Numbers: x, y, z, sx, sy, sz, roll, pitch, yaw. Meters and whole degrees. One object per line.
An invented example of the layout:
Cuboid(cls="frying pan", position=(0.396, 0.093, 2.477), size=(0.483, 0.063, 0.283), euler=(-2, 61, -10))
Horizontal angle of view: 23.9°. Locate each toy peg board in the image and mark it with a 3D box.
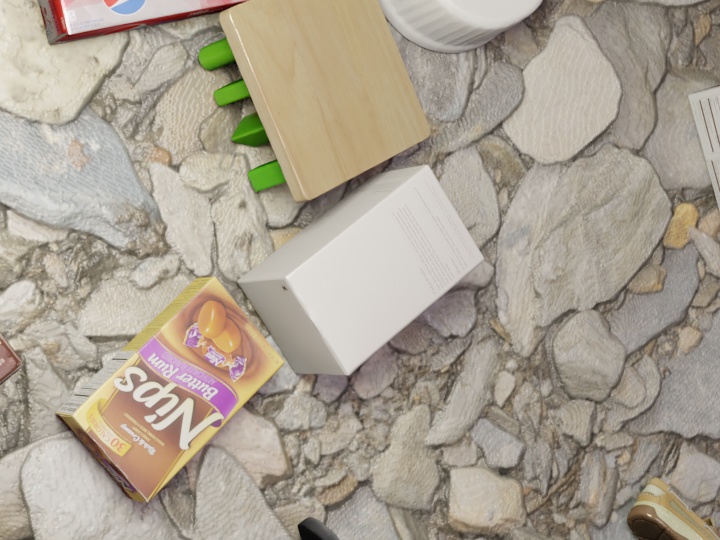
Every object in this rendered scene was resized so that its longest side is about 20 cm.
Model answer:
Cuboid(cls="toy peg board", position=(-0.057, -0.188, 1.736), size=(0.199, 0.098, 0.201), euler=(-31, 102, -42))

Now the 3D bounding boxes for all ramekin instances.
Cuboid(cls="ramekin", position=(0.112, -0.339, 1.818), size=(0.200, 0.098, 0.201), euler=(2, 86, -27))

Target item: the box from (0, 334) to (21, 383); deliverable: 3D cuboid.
Cuboid(cls="box", position=(-0.421, 0.067, 1.444), size=(0.164, 0.200, 0.166), euler=(-42, 106, -23))

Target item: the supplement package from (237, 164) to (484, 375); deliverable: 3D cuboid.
Cuboid(cls="supplement package", position=(0.000, 0.000, 1.725), size=(0.200, 0.120, 0.122), euler=(-38, 106, -24))

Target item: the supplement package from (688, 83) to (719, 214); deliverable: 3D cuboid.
Cuboid(cls="supplement package", position=(0.514, -0.168, 2.014), size=(0.199, 0.111, 0.156), euler=(-20, 96, -28))

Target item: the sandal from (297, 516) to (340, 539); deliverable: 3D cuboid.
Cuboid(cls="sandal", position=(-0.025, 0.347, 1.716), size=(0.043, 0.076, 0.201), euler=(-19, 96, -29))

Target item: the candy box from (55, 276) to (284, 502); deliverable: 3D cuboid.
Cuboid(cls="candy box", position=(-0.183, 0.114, 1.659), size=(0.200, 0.056, 0.117), euler=(-45, 108, -21))

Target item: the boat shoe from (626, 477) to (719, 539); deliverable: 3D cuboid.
Cuboid(cls="boat shoe", position=(0.391, 0.315, 1.949), size=(0.200, 0.072, 0.076), euler=(48, 52, -19))

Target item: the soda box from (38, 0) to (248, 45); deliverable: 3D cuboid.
Cuboid(cls="soda box", position=(-0.211, -0.274, 1.662), size=(0.199, 0.063, 0.070), euler=(-16, 95, -27))
